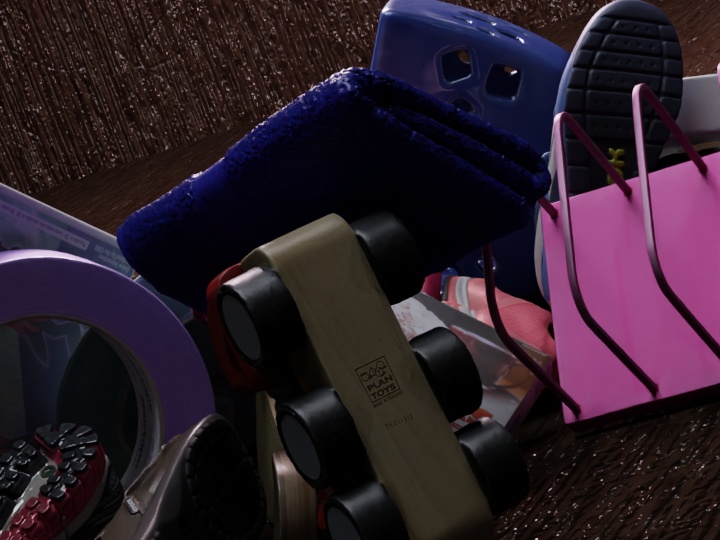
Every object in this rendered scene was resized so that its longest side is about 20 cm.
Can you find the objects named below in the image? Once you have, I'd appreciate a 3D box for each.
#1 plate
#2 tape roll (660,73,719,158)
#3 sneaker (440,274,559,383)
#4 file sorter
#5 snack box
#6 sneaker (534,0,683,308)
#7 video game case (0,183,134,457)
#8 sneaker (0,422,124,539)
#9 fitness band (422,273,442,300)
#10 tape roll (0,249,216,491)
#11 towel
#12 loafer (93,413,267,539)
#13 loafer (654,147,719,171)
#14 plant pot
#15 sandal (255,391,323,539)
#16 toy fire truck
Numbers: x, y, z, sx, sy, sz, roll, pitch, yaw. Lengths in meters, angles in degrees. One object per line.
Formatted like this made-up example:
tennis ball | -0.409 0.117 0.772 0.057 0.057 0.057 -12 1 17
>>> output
plate | -0.091 0.063 1.589 0.199 0.201 0.026 -24 48 -20
tape roll | 0.251 -0.094 1.629 0.202 0.037 0.203 -2 -4 0
sneaker | 0.088 0.050 1.589 0.086 0.074 0.200 5 8 3
file sorter | 0.174 -0.022 1.390 0.199 0.140 0.125 -17 -31 22
snack box | 0.005 0.038 1.470 0.199 0.024 0.072 26 63 19
sneaker | 0.140 -0.062 1.549 0.074 0.201 0.082 10 1 -11
video game case | -0.242 0.034 1.513 0.200 0.183 0.023 26 -1 -39
sneaker | -0.187 0.174 1.377 0.080 0.075 0.200 10 48 40
fitness band | 0.000 0.000 1.589 0.037 0.144 0.201 -9 59 30
tape roll | -0.184 0.090 1.475 0.199 0.201 0.066 -23 9 -13
towel | -0.015 -0.024 1.355 0.147 0.050 0.200 22 -38 -34
loafer | -0.110 0.141 1.387 0.071 0.073 0.200 -20 15 24
loafer | 0.219 -0.021 1.529 0.070 0.068 0.201 -30 28 3
plant pot | 0.092 -0.077 1.780 0.179 0.201 0.200 8 10 4
sandal | -0.019 0.111 1.467 0.069 0.078 0.212 -1 14 -6
toy fire truck | -0.005 0.071 1.340 0.128 0.177 0.200 -26 -4 -24
